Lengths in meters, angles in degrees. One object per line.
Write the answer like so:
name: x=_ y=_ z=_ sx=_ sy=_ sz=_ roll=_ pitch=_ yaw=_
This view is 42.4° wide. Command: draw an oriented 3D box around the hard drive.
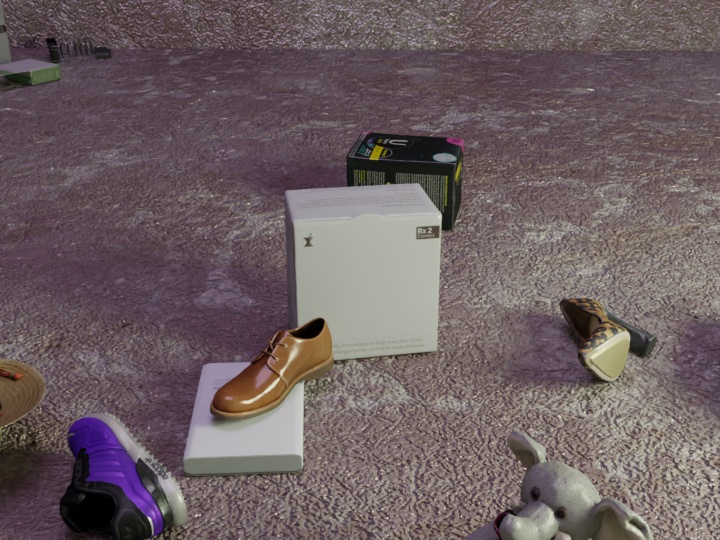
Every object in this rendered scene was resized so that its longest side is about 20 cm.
hard drive: x=-0.132 y=0.169 z=1.096 sx=0.129 sy=0.027 sz=0.201 roll=-1 pitch=25 yaw=-2

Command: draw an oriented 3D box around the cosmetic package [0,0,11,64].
cosmetic package: x=-1.167 y=-0.698 z=2.764 sx=0.163 sy=0.204 sz=0.164 roll=15 pitch=29 yaw=31

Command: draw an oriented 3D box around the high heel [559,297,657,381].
high heel: x=0.288 y=0.082 z=1.215 sx=0.141 sy=0.073 sz=0.198 roll=27 pitch=19 yaw=34

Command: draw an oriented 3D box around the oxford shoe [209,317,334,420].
oxford shoe: x=-0.107 y=0.112 z=1.106 sx=0.070 sy=0.073 sz=0.199 roll=17 pitch=31 yaw=31

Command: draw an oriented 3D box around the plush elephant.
plush elephant: x=0.154 y=0.237 z=0.790 sx=0.163 sy=0.158 sz=0.198 roll=22 pitch=33 yaw=40

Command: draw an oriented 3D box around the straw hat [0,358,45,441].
straw hat: x=-0.434 y=0.176 z=1.015 sx=0.196 sy=0.087 sz=0.202 roll=2 pitch=19 yaw=-1

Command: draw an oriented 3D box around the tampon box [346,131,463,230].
tampon box: x=0.084 y=-0.166 z=1.694 sx=0.196 sy=0.129 sz=0.150 roll=5 pitch=26 yaw=10

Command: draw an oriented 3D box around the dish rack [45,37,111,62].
dish rack: x=-0.898 y=-0.710 z=2.965 sx=0.196 sy=0.056 sz=0.154 roll=-9 pitch=27 yaw=-19

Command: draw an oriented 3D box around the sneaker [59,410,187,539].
sneaker: x=-0.269 y=0.215 z=0.948 sx=0.099 sy=0.071 sz=0.198 roll=-24 pitch=33 yaw=-37

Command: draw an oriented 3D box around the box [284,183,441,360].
box: x=0.000 y=0.000 z=1.251 sx=0.195 sy=0.204 sz=0.131 roll=-4 pitch=23 yaw=-8

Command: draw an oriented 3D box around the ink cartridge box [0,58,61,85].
ink cartridge box: x=-0.981 y=-0.562 z=2.654 sx=0.144 sy=0.049 sz=0.199 roll=17 pitch=30 yaw=33
